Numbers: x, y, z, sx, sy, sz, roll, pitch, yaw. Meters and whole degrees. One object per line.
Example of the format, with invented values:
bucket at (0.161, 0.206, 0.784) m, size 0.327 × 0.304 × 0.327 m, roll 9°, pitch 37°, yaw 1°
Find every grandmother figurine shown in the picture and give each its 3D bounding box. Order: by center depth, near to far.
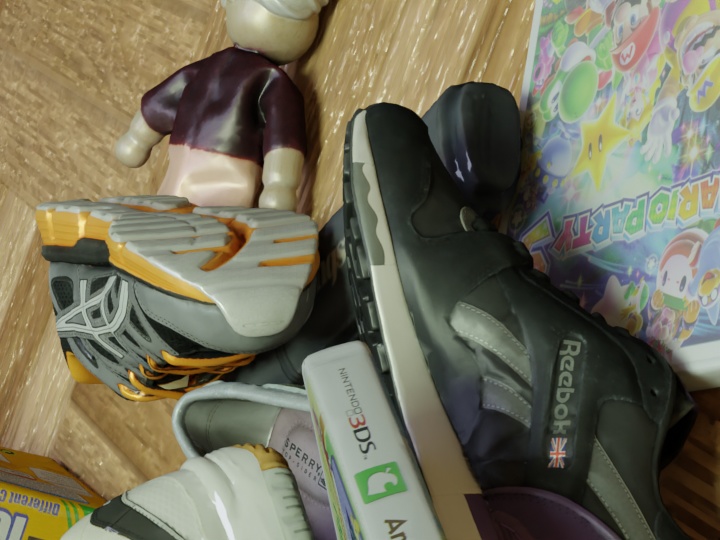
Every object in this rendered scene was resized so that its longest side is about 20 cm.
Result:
grandmother figurine at (-0.061, -0.049, 0.959) m, size 0.121 × 0.060 × 0.202 m, roll 19°, pitch 87°, yaw 35°

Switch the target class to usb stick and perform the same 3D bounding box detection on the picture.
usb stick at (0.000, 0.000, 0.815) m, size 0.200 × 0.032 × 0.056 m, roll -46°, pitch 33°, yaw 50°

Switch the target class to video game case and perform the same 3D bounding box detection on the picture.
video game case at (0.029, 0.149, 0.581) m, size 0.183 × 0.022 × 0.201 m, roll -112°, pitch 9°, yaw -51°
video game case at (0.095, -0.058, 0.710) m, size 0.143 × 0.018 × 0.202 m, roll -15°, pitch 61°, yaw 58°

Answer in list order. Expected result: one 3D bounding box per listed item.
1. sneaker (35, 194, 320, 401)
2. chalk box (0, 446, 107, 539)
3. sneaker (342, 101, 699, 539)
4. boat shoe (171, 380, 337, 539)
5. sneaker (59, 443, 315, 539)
sneaker at (-0.068, 0.015, 0.843) m, size 0.200 × 0.078 × 0.078 m, roll -166°, pitch 75°, yaw -67°
chalk box at (-0.203, 0.180, 1.007) m, size 0.124 × 0.124 × 0.202 m, roll 17°, pitch 90°, yaw 63°
sneaker at (0.050, 0.036, 0.657) m, size 0.076 × 0.087 × 0.201 m, roll 85°, pitch 171°, yaw -62°
boat shoe at (0.003, 0.081, 0.741) m, size 0.202 × 0.064 × 0.075 m, roll 30°, pitch 101°, yaw 58°
sneaker at (-0.036, 0.155, 0.674) m, size 0.076 × 0.087 × 0.201 m, roll 88°, pitch 163°, yaw -60°
